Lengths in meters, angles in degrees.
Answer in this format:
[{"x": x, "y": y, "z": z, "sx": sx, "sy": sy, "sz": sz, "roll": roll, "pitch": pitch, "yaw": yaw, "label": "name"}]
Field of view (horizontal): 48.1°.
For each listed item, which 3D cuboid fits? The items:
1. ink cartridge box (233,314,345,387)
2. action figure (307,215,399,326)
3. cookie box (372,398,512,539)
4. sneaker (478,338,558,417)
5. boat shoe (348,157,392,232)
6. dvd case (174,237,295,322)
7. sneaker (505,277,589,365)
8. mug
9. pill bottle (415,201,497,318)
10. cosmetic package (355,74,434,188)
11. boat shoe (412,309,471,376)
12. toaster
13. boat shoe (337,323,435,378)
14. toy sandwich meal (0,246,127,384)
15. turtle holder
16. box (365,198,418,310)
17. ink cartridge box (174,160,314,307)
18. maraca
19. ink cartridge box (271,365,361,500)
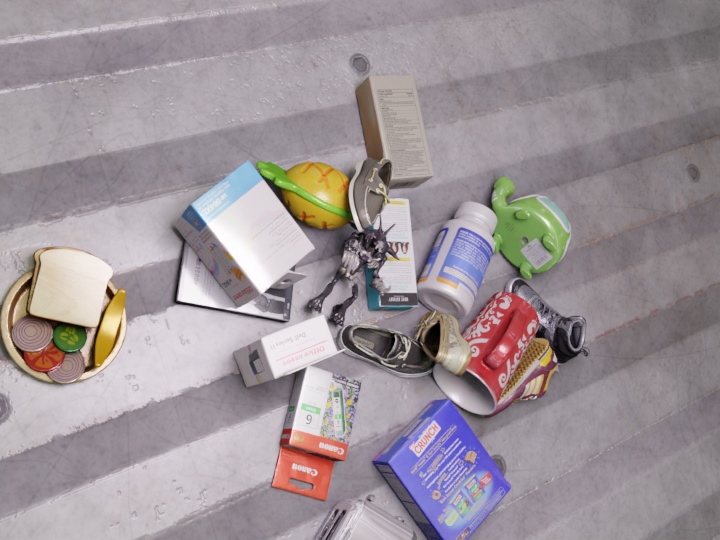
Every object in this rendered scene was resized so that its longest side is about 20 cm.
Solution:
[{"x": -0.115, "y": 0.127, "z": 1.281, "sx": 0.116, "sy": 0.199, "sz": 0.068, "roll": -20, "pitch": 87, "yaw": -28, "label": "ink cartridge box"}, {"x": 0.000, "y": 0.000, "z": 1.387, "sx": 0.118, "sy": 0.102, "sz": 0.202, "roll": 33, "pitch": 95, "yaw": -24, "label": "action figure"}, {"x": 0.145, "y": 0.359, "z": 1.426, "sx": 0.171, "sy": 0.075, "sz": 0.201, "roll": -38, "pitch": 97, "yaw": -27, "label": "cookie box"}, {"x": 0.306, "y": 0.225, "z": 1.537, "sx": 0.199, "sy": 0.075, "sz": 0.091, "roll": -41, "pitch": 115, "yaw": -16, "label": "sneaker"}, {"x": 0.020, "y": -0.136, "z": 1.386, "sx": 0.203, "sy": 0.059, "sz": 0.073, "roll": -81, "pitch": 157, "yaw": -55, "label": "boat shoe"}, {"x": -0.206, "y": -0.003, "z": 1.366, "sx": 0.197, "sy": 0.025, "sz": 0.153, "roll": 12, "pitch": 74, "yaw": -23, "label": "dvd case"}, {"x": 0.371, "y": 0.091, "z": 1.574, "sx": 0.075, "sy": 0.113, "sz": 0.201, "roll": -38, "pitch": 96, "yaw": -28, "label": "sneaker"}, {"x": 0.254, "y": 0.145, "z": 1.478, "sx": 0.200, "sy": 0.176, "sz": 0.134, "roll": -49, "pitch": 115, "yaw": -30, "label": "mug"}, {"x": 0.186, "y": -0.023, "z": 1.512, "sx": 0.111, "sy": 0.112, "sz": 0.202, "roll": 33, "pitch": 67, "yaw": -15, "label": "pill bottle"}, {"x": 0.064, "y": -0.261, "z": 1.528, "sx": 0.103, "sy": 0.071, "sz": 0.204, "roll": -6, "pitch": 81, "yaw": -26, "label": "cosmetic package"}, {"x": 0.136, "y": 0.116, "z": 1.415, "sx": 0.062, "sy": 0.200, "sz": 0.074, "roll": 22, "pitch": 100, "yaw": -18, "label": "boat shoe"}, {"x": -0.010, "y": 0.468, "z": 1.308, "sx": 0.129, "sy": 0.113, "sz": 0.201, "roll": 38, "pitch": 67, "yaw": -9, "label": "toaster"}, {"x": 0.056, "y": 0.143, "z": 1.438, "sx": 0.197, "sy": 0.063, "sz": 0.072, "roll": 17, "pitch": 71, "yaw": -22, "label": "boat shoe"}, {"x": -0.438, "y": 0.066, "z": 1.211, "sx": 0.202, "sy": 0.070, "sz": 0.209, "roll": 6, "pitch": 76, "yaw": -25, "label": "toy sandwich meal"}, {"x": 0.329, "y": -0.087, "z": 1.598, "sx": 0.184, "sy": 0.143, "sz": 0.131, "roll": 28, "pitch": 43, "yaw": 25, "label": "turtle holder"}, {"x": 0.052, "y": -0.030, "z": 1.483, "sx": 0.081, "sy": 0.049, "sz": 0.204, "roll": 1, "pitch": 78, "yaw": -25, "label": "box"}, {"x": -0.180, "y": -0.045, "z": 1.301, "sx": 0.125, "sy": 0.128, "sz": 0.201, "roll": -40, "pitch": 97, "yaw": -27, "label": "ink cartridge box"}, {"x": -0.089, "y": -0.139, "z": 1.398, "sx": 0.197, "sy": 0.137, "sz": 0.108, "roll": 23, "pitch": 101, "yaw": -23, "label": "maraca"}, {"x": -0.072, "y": 0.272, "z": 1.353, "sx": 0.107, "sy": 0.050, "sz": 0.204, "roll": 20, "pitch": 70, "yaw": -21, "label": "ink cartridge box"}]
